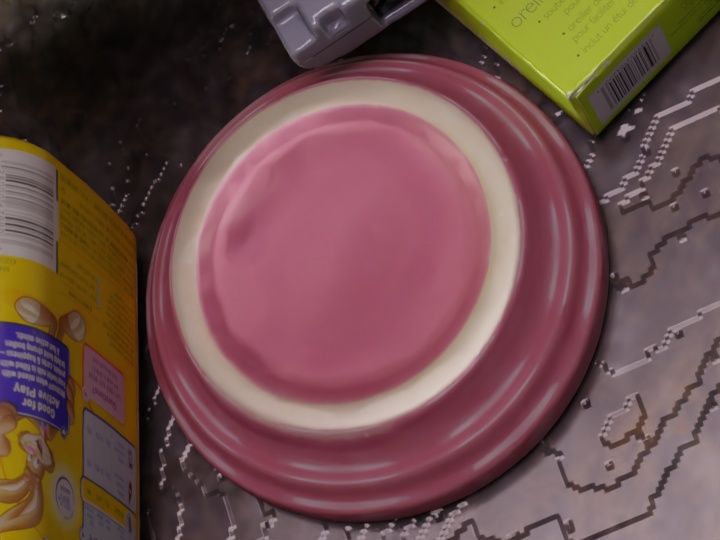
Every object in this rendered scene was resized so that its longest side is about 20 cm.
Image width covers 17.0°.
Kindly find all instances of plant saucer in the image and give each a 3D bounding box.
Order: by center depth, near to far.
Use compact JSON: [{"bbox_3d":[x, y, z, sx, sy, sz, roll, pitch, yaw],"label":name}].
[{"bbox_3d":[0.000,0.000,0.986,0.199,0.051,0.202,-6,70,17],"label":"plant saucer"}]

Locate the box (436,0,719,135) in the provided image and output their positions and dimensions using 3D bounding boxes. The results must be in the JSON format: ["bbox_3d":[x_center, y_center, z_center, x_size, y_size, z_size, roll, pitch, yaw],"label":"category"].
[{"bbox_3d":[0.068,-0.164,1.021,0.122,0.048,0.200,-45,63,-1],"label":"box"}]

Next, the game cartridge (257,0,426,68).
[{"bbox_3d":[0.028,-0.189,0.998,0.199,0.041,0.134,-33,67,8],"label":"game cartridge"}]

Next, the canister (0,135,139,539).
[{"bbox_3d":[-0.140,0.064,0.959,0.086,0.149,0.201,-9,67,16],"label":"canister"}]
